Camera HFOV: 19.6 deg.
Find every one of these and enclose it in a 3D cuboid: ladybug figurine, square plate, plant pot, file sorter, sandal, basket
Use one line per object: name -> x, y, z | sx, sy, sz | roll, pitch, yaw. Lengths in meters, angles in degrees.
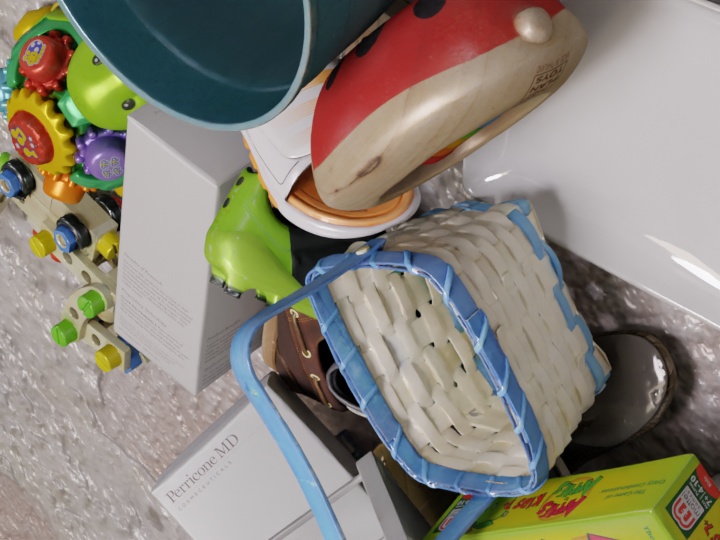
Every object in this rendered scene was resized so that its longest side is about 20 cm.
ladybug figurine -> 0.038, -0.096, 1.073 | 0.072, 0.135, 0.200 | 60, 144, 4
square plate -> 0.142, -0.081, 1.105 | 0.197, 0.028, 0.201 | 30, 139, 28
plant pot -> -0.042, -0.205, 1.064 | 0.199, 0.188, 0.201 | 28, 139, 28
file sorter -> 0.025, 0.245, 1.281 | 0.200, 0.124, 0.139 | 54, -177, -24
sandal -> -0.040, -0.102, 1.203 | 0.207, 0.079, 0.059 | 54, 159, 32
basket -> 0.034, 0.065, 1.160 | 0.139, 0.200, 0.177 | -7, 114, 48

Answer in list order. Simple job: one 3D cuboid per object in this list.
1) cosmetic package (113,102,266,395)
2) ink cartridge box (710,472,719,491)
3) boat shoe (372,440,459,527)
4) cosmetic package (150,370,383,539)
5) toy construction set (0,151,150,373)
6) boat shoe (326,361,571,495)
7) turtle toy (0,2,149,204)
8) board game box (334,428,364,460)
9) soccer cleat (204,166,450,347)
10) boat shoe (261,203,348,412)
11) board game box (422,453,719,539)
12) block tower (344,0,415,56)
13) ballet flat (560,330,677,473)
cosmetic package -> -0.092, -0.030, 1.341 | 0.085, 0.107, 0.201 | 36, 140, 23
ink cartridge box -> 0.222, 0.199, 1.212 | 0.146, 0.084, 0.200 | 52, 145, -1
boat shoe -> 0.094, 0.172, 1.366 | 0.201, 0.063, 0.073 | 44, 140, 0
cosmetic package -> -0.034, 0.178, 1.391 | 0.200, 0.113, 0.081 | 46, -177, -5
toy construction set -> -0.226, -0.016, 1.525 | 0.199, 0.092, 0.131 | 32, 142, 9
boat shoe -> 0.053, 0.110, 1.278 | 0.200, 0.062, 0.073 | 41, 128, 37
turtle toy -> -0.175, -0.115, 1.362 | 0.146, 0.101, 0.200 | 56, 144, -7
board game box -> 0.004, 0.244, 1.514 | 0.200, 0.062, 0.200 | 47, 144, 8
soccer cleat -> 0.000, 0.000, 1.253 | 0.199, 0.082, 0.067 | 21, -176, -30
boat shoe -> -0.022, 0.012, 1.334 | 0.070, 0.070, 0.201 | 39, 151, 28
board game box -> 0.133, 0.167, 1.163 | 0.200, 0.048, 0.102 | -18, 112, 53
block tower -> -0.044, -0.182, 1.201 | 0.200, 0.054, 0.058 | 35, 141, 23
ballet flat -> 0.133, 0.091, 1.260 | 0.200, 0.046, 0.068 | -47, 61, 49
